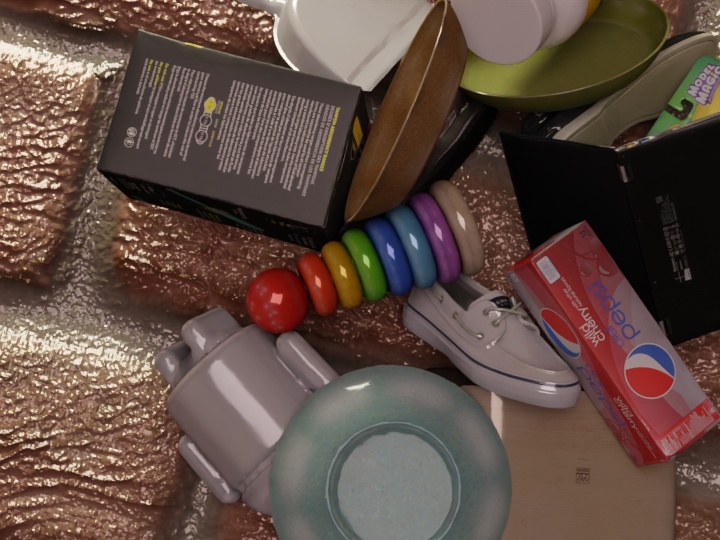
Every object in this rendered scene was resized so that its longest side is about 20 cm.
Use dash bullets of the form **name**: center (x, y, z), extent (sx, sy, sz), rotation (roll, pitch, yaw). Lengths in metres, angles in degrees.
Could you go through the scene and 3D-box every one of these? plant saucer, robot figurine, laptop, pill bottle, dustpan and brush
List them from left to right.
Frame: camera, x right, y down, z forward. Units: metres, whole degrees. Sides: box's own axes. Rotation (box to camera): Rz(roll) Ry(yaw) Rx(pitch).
- **robot figurine**: center (-0.085, 0.126, 1.505), extent (0.200, 0.113, 0.170), rotation (49, 120, 8)
- **dustpan and brush**: center (-0.045, -0.228, 1.580), extent (0.199, 0.057, 0.140), rotation (33, 54, 12)
- **plant saucer**: center (0.026, 0.177, 1.427), extent (0.200, 0.039, 0.202), rotation (0, 87, -4)
- **plant saucer**: center (0.042, -0.125, 1.446), extent (0.035, 0.200, 0.201), rotation (23, 83, -8)
- **pill bottle**: center (0.159, -0.259, 1.505), extent (0.112, 0.113, 0.200), rotation (36, 48, 7)
- **plant saucer**: center (0.169, -0.186, 1.524), extent (0.199, 0.200, 0.031), rotation (-15, 122, 1)
- **laptop**: center (0.244, -0.046, 1.472), extent (0.199, 0.116, 0.188), rotation (-19, 117, -1)

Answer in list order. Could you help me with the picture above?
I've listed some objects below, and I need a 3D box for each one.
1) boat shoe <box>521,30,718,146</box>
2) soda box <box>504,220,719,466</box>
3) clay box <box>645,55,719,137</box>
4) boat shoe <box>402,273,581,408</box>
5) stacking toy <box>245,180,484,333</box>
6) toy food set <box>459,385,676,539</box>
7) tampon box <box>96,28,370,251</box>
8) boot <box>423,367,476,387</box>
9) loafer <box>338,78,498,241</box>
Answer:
- **boat shoe**: center (0.225, -0.160, 1.556), extent (0.199, 0.075, 0.066), rotation (-38, 53, -11)
- **soda box**: center (0.206, 0.062, 1.450), extent (0.063, 0.070, 0.200), rotation (-35, 91, -18)
- **clay box**: center (0.353, -0.090, 1.548), extent (0.200, 0.048, 0.115), rotation (35, 85, 8)
- **boat shoe**: center (0.107, 0.049, 1.480), extent (0.200, 0.073, 0.067), rotation (28, 115, 41)
- **stacking toy**: center (0.000, 0.000, 1.472), extent (0.199, 0.085, 0.086), rotation (-24, 81, -8)
- **toy food set**: center (0.178, 0.174, 1.498), extent (0.199, 0.060, 0.144), rotation (4, 85, -14)
- **tampon box**: center (-0.103, -0.108, 1.522), extent (0.199, 0.150, 0.127), rotation (15, 83, 5)
- **boot**: center (0.089, 0.176, 1.509), extent (0.096, 0.075, 0.201), rotation (-12, 79, 4)
- **loafer**: center (0.041, -0.092, 1.560), extent (0.071, 0.073, 0.200), rotation (35, 79, 18)
